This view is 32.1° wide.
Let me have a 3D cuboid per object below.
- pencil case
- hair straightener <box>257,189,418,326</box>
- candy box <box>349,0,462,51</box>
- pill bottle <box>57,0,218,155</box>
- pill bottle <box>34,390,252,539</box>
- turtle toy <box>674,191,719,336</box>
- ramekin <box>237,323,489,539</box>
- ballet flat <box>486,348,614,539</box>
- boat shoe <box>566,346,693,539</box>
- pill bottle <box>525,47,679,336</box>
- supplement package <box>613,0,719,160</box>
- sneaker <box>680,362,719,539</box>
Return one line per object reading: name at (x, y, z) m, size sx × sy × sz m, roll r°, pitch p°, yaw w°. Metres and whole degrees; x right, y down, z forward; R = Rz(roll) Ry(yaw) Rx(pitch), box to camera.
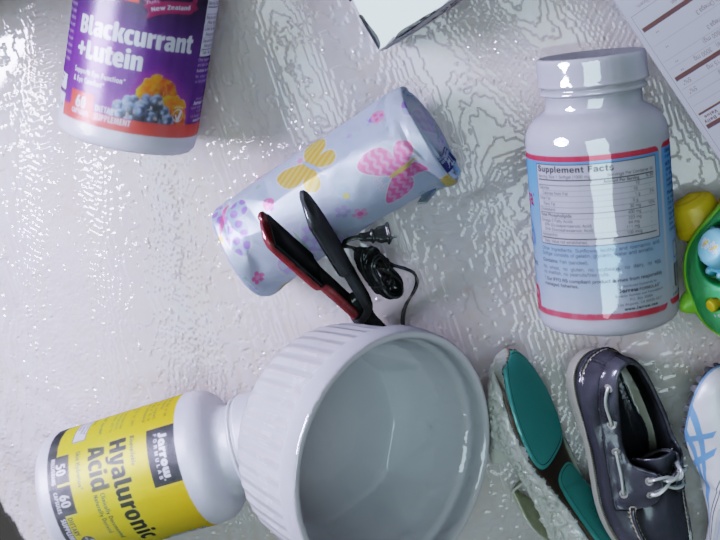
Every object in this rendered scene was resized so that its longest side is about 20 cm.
pencil case at (-0.020, -0.060, 0.984) m, size 0.198 × 0.084 × 0.091 m, roll -30°, pitch 141°, yaw 13°
hair straightener at (0.000, 0.000, 0.962) m, size 0.076 × 0.041 × 0.200 m, roll -28°, pitch 139°, yaw 12°
candy box at (0.034, -0.294, 0.925) m, size 0.166 × 0.072 × 0.202 m, roll -31°, pitch 96°, yaw 14°
pill bottle at (-0.165, -0.199, 0.958) m, size 0.110 × 0.111 × 0.203 m, roll 13°, pitch 105°, yaw 6°
pill bottle at (-0.160, 0.165, 1.044) m, size 0.197 × 0.111 × 0.113 m, roll -18°, pitch 100°, yaw 12°
turtle toy at (0.330, -0.010, 0.929) m, size 0.198 × 0.101 × 0.147 m, roll -25°, pitch 98°, yaw 14°
ramekin at (-0.003, 0.136, 0.973) m, size 0.104 × 0.198 × 0.204 m, roll 12°, pitch 110°, yaw 49°
ballet flat at (0.142, 0.163, 1.021) m, size 0.071 × 0.072 × 0.202 m, roll -27°, pitch 98°, yaw 14°
boat shoe at (0.224, 0.157, 0.994) m, size 0.072 × 0.063 × 0.203 m, roll -25°, pitch 97°, yaw -24°
pill bottle at (0.180, -0.060, 0.938) m, size 0.107 × 0.109 × 0.203 m, roll -4°, pitch 102°, yaw 10°
supplement package at (0.264, -0.194, 0.872) m, size 0.117 × 0.117 × 0.201 m, roll -31°, pitch 98°, yaw 39°
sneaker at (0.302, 0.169, 0.985) m, size 0.071 × 0.072 × 0.203 m, roll -21°, pitch 108°, yaw -26°
